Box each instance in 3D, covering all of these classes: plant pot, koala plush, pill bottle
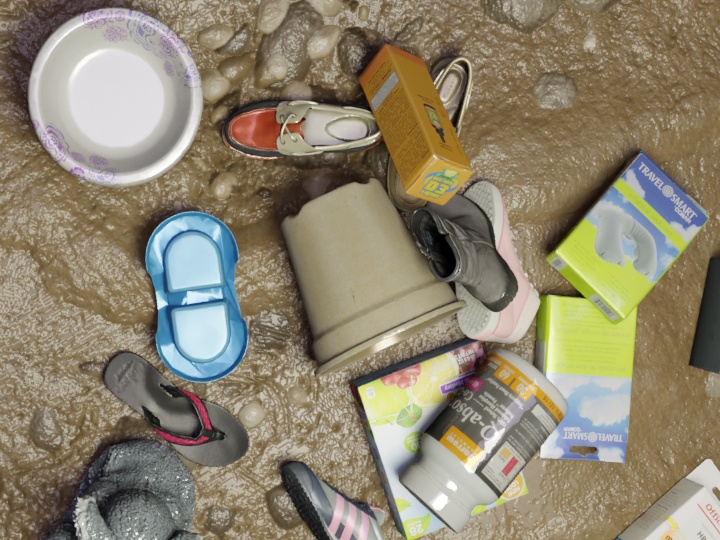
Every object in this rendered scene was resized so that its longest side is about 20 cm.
[{"bbox_3d":[0.000,0.000,1.554,0.198,0.201,0.186,-23,84,-8],"label":"plant pot"},{"bbox_3d":[-0.260,0.292,1.497,0.175,0.200,0.186,21,87,-9],"label":"koala plush"},{"bbox_3d":[0.142,0.199,1.539,0.116,0.116,0.200,42,81,-8],"label":"pill bottle"}]

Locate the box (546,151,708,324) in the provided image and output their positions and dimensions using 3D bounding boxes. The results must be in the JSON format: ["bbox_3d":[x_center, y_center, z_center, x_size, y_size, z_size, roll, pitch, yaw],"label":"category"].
[{"bbox_3d":[0.340,-0.047,1.638,0.122,0.048,0.200,43,75,1],"label":"box"}]

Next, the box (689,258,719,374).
[{"bbox_3d":[0.539,0.075,1.675,0.197,0.104,0.150,13,89,-9],"label":"box"}]

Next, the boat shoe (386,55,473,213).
[{"bbox_3d":[0.087,-0.169,1.616,0.071,0.065,0.202,23,87,-9],"label":"boat shoe"}]

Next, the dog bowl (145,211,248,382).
[{"bbox_3d":[-0.197,0.032,1.580,0.110,0.050,0.203,-8,92,-9],"label":"dog bowl"}]

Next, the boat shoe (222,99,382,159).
[{"bbox_3d":[-0.068,-0.171,1.592,0.197,0.063,0.072,0,93,-8],"label":"boat shoe"}]

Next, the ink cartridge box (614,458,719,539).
[{"bbox_3d":[0.416,0.350,1.678,0.199,0.068,0.116,-40,97,-7],"label":"ink cartridge box"}]

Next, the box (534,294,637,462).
[{"bbox_3d":[0.281,0.136,1.661,0.120,0.048,0.203,4,89,-9],"label":"box"}]

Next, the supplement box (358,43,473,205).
[{"bbox_3d":[0.063,-0.173,1.547,0.066,0.202,0.069,16,128,-36],"label":"supplement box"}]

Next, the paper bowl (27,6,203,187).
[{"bbox_3d":[-0.284,-0.198,1.534,0.197,0.104,0.204,0,91,-10],"label":"paper bowl"}]

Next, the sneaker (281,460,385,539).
[{"bbox_3d":[-0.018,0.302,1.614,0.082,0.070,0.201,-38,100,-24],"label":"sneaker"}]

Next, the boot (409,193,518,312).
[{"bbox_3d":[0.103,-0.047,1.544,0.070,0.201,0.131,-48,133,14],"label":"boot"}]

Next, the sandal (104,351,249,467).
[{"bbox_3d":[-0.222,0.172,1.580,0.199,0.045,0.076,35,85,-8],"label":"sandal"}]

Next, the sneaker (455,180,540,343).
[{"bbox_3d":[0.170,-0.004,1.636,0.104,0.075,0.203,20,63,-43],"label":"sneaker"}]

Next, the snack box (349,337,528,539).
[{"bbox_3d":[0.097,0.206,1.623,0.167,0.068,0.203,-20,96,-10],"label":"snack box"}]
